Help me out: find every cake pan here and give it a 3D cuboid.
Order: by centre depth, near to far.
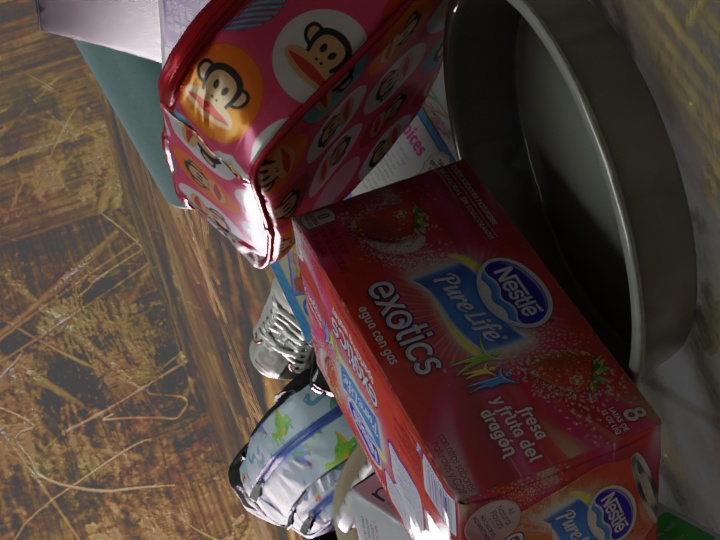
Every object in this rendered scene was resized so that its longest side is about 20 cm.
[{"bbox_3d":[0.091,-0.038,0.704,0.200,0.036,0.202,161,90,-79],"label":"cake pan"}]

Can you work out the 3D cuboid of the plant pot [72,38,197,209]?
[{"bbox_3d":[-0.112,-0.163,1.135,0.197,0.199,0.200,68,171,-23],"label":"plant pot"}]

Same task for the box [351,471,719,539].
[{"bbox_3d":[0.095,0.200,0.788,0.176,0.096,0.201,24,135,50],"label":"box"}]

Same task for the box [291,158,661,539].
[{"bbox_3d":[0.048,0.053,0.715,0.200,0.095,0.100,-122,18,-47],"label":"box"}]

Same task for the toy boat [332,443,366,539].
[{"bbox_3d":[0.072,0.182,1.008,0.131,0.130,0.201,36,-156,-55],"label":"toy boat"}]

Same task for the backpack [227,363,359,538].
[{"bbox_3d":[-0.007,0.124,1.189,0.154,0.162,0.201,56,156,26],"label":"backpack"}]

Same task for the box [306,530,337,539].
[{"bbox_3d":[-0.009,0.224,1.196,0.143,0.198,0.036,100,152,-66],"label":"box"}]

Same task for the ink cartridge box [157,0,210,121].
[{"bbox_3d":[-0.052,-0.188,0.835,0.200,0.040,0.201,107,-175,-71],"label":"ink cartridge box"}]

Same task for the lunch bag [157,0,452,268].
[{"bbox_3d":[-0.014,-0.099,0.776,0.082,0.176,0.200,42,166,9],"label":"lunch bag"}]

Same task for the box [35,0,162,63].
[{"bbox_3d":[-0.110,-0.215,0.789,0.200,0.078,0.142,114,169,-71],"label":"box"}]

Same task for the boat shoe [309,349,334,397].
[{"bbox_3d":[0.000,0.000,0.987,0.074,0.060,0.201,116,162,-50],"label":"boat shoe"}]

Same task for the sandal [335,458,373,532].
[{"bbox_3d":[0.046,0.087,0.878,0.050,0.082,0.203,37,125,7],"label":"sandal"}]

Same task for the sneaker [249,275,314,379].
[{"bbox_3d":[-0.045,0.048,1.192,0.073,0.085,0.200,40,175,8],"label":"sneaker"}]

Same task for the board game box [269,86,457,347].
[{"bbox_3d":[-0.011,-0.065,0.935,0.034,0.134,0.201,25,-152,-43],"label":"board game box"}]
